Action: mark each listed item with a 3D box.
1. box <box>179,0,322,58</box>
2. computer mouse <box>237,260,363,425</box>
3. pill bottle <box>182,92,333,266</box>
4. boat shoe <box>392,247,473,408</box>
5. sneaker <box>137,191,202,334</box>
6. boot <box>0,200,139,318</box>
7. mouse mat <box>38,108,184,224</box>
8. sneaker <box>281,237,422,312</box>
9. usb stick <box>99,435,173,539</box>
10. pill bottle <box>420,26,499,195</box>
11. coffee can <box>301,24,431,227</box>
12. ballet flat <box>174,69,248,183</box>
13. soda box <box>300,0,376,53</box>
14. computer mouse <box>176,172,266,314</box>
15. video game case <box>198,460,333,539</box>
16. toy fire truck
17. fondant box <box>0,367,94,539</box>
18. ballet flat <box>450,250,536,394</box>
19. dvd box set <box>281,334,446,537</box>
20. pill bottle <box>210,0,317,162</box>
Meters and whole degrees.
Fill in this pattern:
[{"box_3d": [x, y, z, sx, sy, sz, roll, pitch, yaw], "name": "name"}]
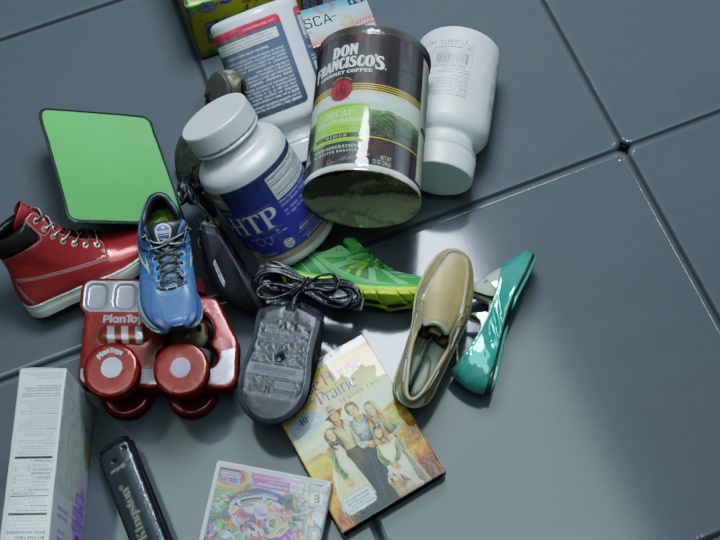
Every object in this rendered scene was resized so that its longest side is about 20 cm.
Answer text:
[{"box_3d": [-0.175, -0.440, 1.556, 0.191, 0.122, 0.201, -19, 67, -6], "name": "box"}, {"box_3d": [-0.084, 0.096, 1.323, 0.137, 0.053, 0.202, 13, 68, 10], "name": "computer mouse"}, {"box_3d": [-0.129, -0.112, 1.357, 0.119, 0.201, 0.120, -24, 32, 16], "name": "pill bottle"}, {"box_3d": [0.092, 0.066, 1.304, 0.071, 0.076, 0.202, 15, 80, 2], "name": "boat shoe"}, {"box_3d": [-0.235, -0.011, 1.308, 0.078, 0.090, 0.201, -11, 52, -12], "name": "sneaker"}, {"box_3d": [-0.353, -0.043, 1.374, 0.199, 0.145, 0.072, -26, 35, -10], "name": "boot"}, {"box_3d": [-0.325, -0.136, 1.434, 0.160, 0.008, 0.201, 0, 50, -34], "name": "mouse mat"}, {"box_3d": [0.000, 0.000, 1.386, 0.198, 0.074, 0.084, 11, 71, 7], "name": "sneaker"}, {"box_3d": [-0.254, 0.291, 1.284, 0.055, 0.032, 0.201, -38, 65, 26], "name": "usb stick"}, {"box_3d": [0.117, -0.208, 1.450, 0.113, 0.115, 0.202, 8, 67, 5], "name": "pill bottle"}, {"box_3d": [0.010, -0.174, 1.345, 0.145, 0.147, 0.202, 3, 66, 3], "name": "coffee can"}, {"box_3d": [-0.192, -0.181, 1.421, 0.046, 0.201, 0.068, -19, 62, -41], "name": "ballet flat"}, {"box_3d": [-0.077, -0.317, 1.531, 0.198, 0.064, 0.069, -17, 67, -6], "name": "soda box"}, {"box_3d": [-0.186, -0.030, 1.396, 0.046, 0.141, 0.201, -30, 107, 1], "name": "computer mouse"}, {"box_3d": [-0.120, 0.330, 1.262, 0.142, 0.018, 0.202, 8, 72, 11], "name": "video game case"}, {"box_3d": [-0.245, 0.086, 1.335, 0.198, 0.112, 0.170, -1, 68, 0], "name": "toy fire truck"}, {"box_3d": [-0.355, 0.230, 1.260, 0.058, 0.145, 0.202, 0, 67, 1], "name": "fondant box"}, {"box_3d": [0.159, 0.053, 1.360, 0.070, 0.067, 0.201, 20, 70, 4], "name": "ballet flat"}, {"box_3d": [-0.008, 0.195, 1.325, 0.145, 0.029, 0.201, -28, 69, -10], "name": "dvd box set"}, {"box_3d": [-0.107, -0.241, 1.433, 0.119, 0.120, 0.202, -22, 101, -8], "name": "pill bottle"}]
